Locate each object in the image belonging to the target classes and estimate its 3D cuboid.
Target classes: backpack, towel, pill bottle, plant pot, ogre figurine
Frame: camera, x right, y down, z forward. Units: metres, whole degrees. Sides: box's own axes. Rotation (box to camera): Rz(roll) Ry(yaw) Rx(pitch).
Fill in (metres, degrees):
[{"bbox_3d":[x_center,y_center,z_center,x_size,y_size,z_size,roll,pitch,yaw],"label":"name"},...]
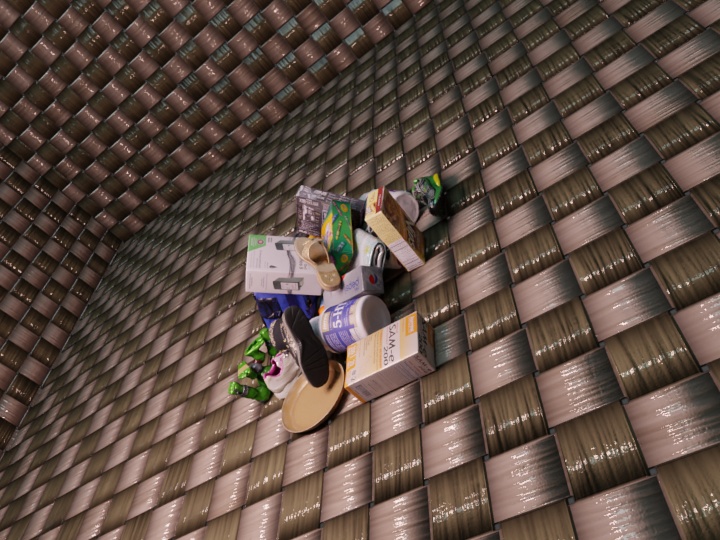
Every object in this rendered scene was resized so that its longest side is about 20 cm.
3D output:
[{"bbox_3d":[-0.204,0.087,1.714,0.167,0.201,0.163,3,41,12],"label":"backpack"},{"bbox_3d":[0.000,0.000,1.620,0.171,0.048,0.201,34,113,61],"label":"towel"},{"bbox_3d":[-0.035,0.139,1.500,0.200,0.120,0.120,-20,37,38],"label":"pill bottle"},{"bbox_3d":[-0.109,0.306,1.474,0.200,0.027,0.200,-33,30,22],"label":"plant pot"},{"bbox_3d":[-0.265,0.265,1.634,0.098,0.120,0.200,-23,36,26],"label":"ogre figurine"},{"bbox_3d":[0.074,-0.181,1.788,0.112,0.112,0.200,-51,29,-12],"label":"pill bottle"}]

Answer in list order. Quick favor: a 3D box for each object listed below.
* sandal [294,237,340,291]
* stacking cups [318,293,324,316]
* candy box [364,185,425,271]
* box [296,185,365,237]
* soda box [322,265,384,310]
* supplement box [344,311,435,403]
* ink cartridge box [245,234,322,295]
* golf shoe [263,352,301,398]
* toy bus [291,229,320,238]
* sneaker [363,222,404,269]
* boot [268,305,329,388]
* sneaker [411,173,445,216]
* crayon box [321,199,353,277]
[{"bbox_3d":[-0.103,-0.042,1.543,0.077,0.070,0.212,-12,46,-24],"label":"sandal"},{"bbox_3d":[-0.091,0.095,1.689,0.060,0.061,0.200,-31,31,23],"label":"stacking cups"},{"bbox_3d":[0.093,-0.106,1.569,0.055,0.200,0.116,-27,33,27],"label":"candy box"},{"bbox_3d":[-0.090,-0.159,1.808,0.199,0.158,0.050,14,51,9],"label":"box"},{"bbox_3d":[-0.021,0.049,1.532,0.200,0.063,0.069,-29,61,54],"label":"soda box"},{"bbox_3d":[0.064,0.192,1.348,0.200,0.074,0.126,-30,32,24],"label":"supplement box"},{"bbox_3d":[-0.198,-0.016,1.611,0.146,0.199,0.084,-97,14,-47],"label":"ink cartridge box"},{"bbox_3d":[-0.175,0.233,1.591,0.075,0.092,0.200,-4,47,52],"label":"golf shoe"},{"bbox_3d":[-0.160,-0.015,1.872,0.200,0.136,0.192,-44,41,-5],"label":"toy bus"},{"bbox_3d":[0.068,-0.076,1.662,0.081,0.083,0.200,-48,45,33],"label":"sneaker"},{"bbox_3d":[-0.155,0.196,1.512,0.073,0.204,0.154,-22,-4,-29],"label":"boot"},{"bbox_3d":[0.187,-0.201,1.681,0.085,0.078,0.200,-8,28,3],"label":"sneaker"},{"bbox_3d":[-0.066,-0.082,1.680,0.119,0.058,0.200,113,160,-44],"label":"crayon box"}]
